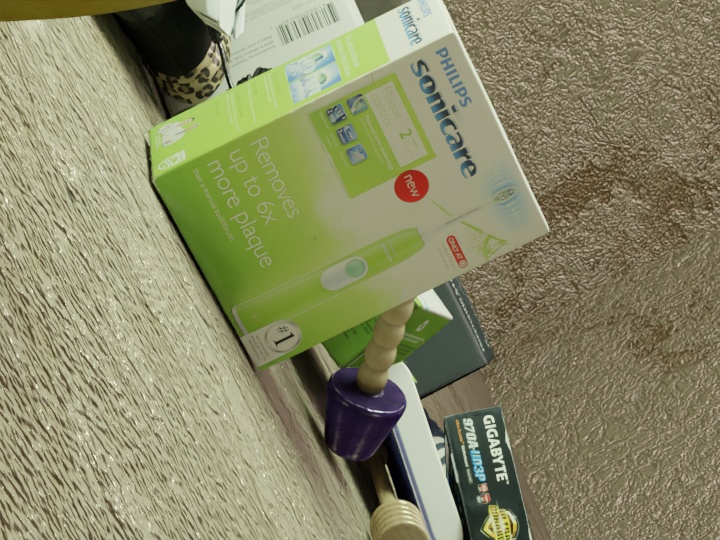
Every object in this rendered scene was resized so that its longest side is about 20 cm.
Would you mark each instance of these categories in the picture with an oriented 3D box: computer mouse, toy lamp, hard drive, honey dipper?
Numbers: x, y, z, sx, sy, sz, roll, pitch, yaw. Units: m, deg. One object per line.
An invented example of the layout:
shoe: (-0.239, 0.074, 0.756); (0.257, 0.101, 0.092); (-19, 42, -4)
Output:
computer mouse: (-0.089, -0.188, 1.461); (0.110, 0.044, 0.201); (-4, 76, -76)
toy lamp: (0.021, 0.036, 1.510); (0.058, 0.058, 0.201); (-110, -146, -56)
hard drive: (0.039, 0.146, 1.687); (0.200, 0.025, 0.133); (97, -25, -80)
honey dipper: (0.020, 0.160, 1.608); (0.038, 0.038, 0.200); (63, 2, -14)

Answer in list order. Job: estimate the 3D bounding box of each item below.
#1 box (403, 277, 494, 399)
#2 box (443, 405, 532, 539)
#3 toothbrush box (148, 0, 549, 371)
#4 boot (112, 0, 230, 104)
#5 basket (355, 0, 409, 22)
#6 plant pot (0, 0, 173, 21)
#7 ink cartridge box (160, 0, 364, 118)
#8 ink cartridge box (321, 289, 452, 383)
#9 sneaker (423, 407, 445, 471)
box: (0.023, 0.015, 1.971); (0.197, 0.117, 0.200); (64, 5, 2)
box: (0.098, 0.219, 1.658); (0.200, 0.046, 0.160); (84, -5, -54)
toothbrush box: (-0.009, -0.054, 1.383); (0.086, 0.199, 0.146); (-108, 172, -65)
boot: (-0.147, -0.218, 1.517); (0.151, 0.073, 0.201); (57, 12, -53)
basket: (-0.016, -0.262, 2.656); (0.201, 0.198, 0.161); (61, 1, -30)
plant pot: (-0.137, -0.172, 0.857); (0.201, 0.141, 0.200); (63, 5, -9)
ink cartridge box: (-0.048, -0.103, 1.557); (0.086, 0.146, 0.201); (62, 5, -51)
ink cartridge box: (0.000, 0.000, 1.681); (0.148, 0.076, 0.200); (54, 10, 15)
sneaker: (0.084, 0.175, 1.908); (0.200, 0.084, 0.075); (-106, -179, -57)
